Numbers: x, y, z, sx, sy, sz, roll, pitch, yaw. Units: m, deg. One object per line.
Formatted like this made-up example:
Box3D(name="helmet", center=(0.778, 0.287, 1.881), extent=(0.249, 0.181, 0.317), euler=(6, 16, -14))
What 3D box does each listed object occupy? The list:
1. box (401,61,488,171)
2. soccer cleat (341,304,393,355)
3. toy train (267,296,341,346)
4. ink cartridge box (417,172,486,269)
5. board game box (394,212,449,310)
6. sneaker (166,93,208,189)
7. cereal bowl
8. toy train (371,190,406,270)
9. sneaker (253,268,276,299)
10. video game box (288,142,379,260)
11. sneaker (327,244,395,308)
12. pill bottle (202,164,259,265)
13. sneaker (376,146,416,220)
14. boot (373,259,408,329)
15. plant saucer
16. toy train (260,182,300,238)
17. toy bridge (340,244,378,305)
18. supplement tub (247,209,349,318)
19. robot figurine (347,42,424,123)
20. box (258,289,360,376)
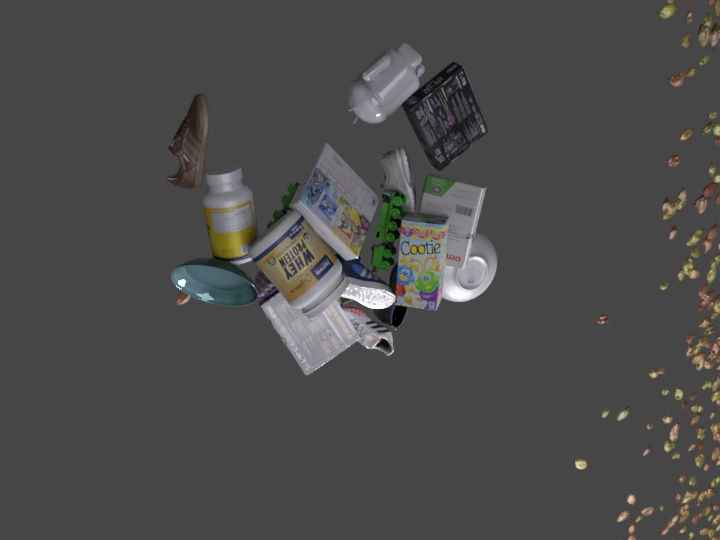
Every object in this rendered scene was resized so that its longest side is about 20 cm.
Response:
Box3D(name="box", center=(0.202, -0.358, 1.663), extent=(0.160, 0.044, 0.201), euler=(-39, 134, -3))
Box3D(name="soccer cleat", center=(0.009, 0.152, 1.779), extent=(0.199, 0.086, 0.069), euler=(31, 115, -34))
Box3D(name="toy train", center=(-0.130, 0.089, 1.702), extent=(0.114, 0.085, 0.200), euler=(43, 90, 1))
Box3D(name="ink cartridge box", center=(0.212, -0.122, 1.723), extent=(0.144, 0.084, 0.203), euler=(15, 104, 12))
Box3D(name="board game box", center=(0.144, -0.024, 1.660), extent=(0.103, 0.103, 0.203), euler=(7, 106, 12))
Box3D(name="sneaker", center=(-0.362, -0.270, 1.482), extent=(0.074, 0.070, 0.203), euler=(2, 109, -21))
Box3D(name="cereal bowl", center=(0.272, -0.008, 1.835), extent=(0.197, 0.083, 0.203), euler=(-8, 112, -19))
Box3D(name="toy train", center=(0.065, -0.096, 1.685), extent=(0.042, 0.056, 0.203), euler=(-31, 136, -58))
Box3D(name="sneaker", center=(-0.166, -0.001, 1.669), extent=(0.200, 0.081, 0.088), euler=(-45, 133, 2))
Box3D(name="video game box", center=(-0.054, -0.154, 1.609), extent=(0.200, 0.046, 0.184), euler=(43, 49, -29))
Box3D(name="sneaker", center=(0.000, 0.000, 1.701), extent=(0.198, 0.148, 0.080), euler=(17, 137, -35))
Box3D(name="pill bottle", center=(-0.284, -0.123, 1.548), extent=(0.110, 0.112, 0.203), euler=(-13, 114, -16))
Box3D(name="sneaker", center=(0.088, -0.199, 1.705), extent=(0.081, 0.075, 0.203), euler=(-7, 117, 11))
Box3D(name="boot", center=(0.110, 0.052, 1.784), extent=(0.074, 0.097, 0.202), euler=(20, 102, -27))
Box3D(name="plant saucer", center=(-0.320, 0.021, 1.576), extent=(0.198, 0.199, 0.036), euler=(25, 59, -28))
Box3D(name="toy train", center=(-0.184, -0.109, 1.626), extent=(0.041, 0.056, 0.202), euler=(25, 99, -28))
Box3D(name="toy bridge", center=(-0.009, 0.031, 1.768), extent=(0.067, 0.027, 0.200), euler=(40, 93, -30))
Box3D(name="supplement tub", center=(-0.129, -0.011, 1.519), extent=(0.144, 0.144, 0.201), euler=(-40, 101, -2))
Box3D(name="robot figurine", center=(0.051, -0.408, 1.569), extent=(0.200, 0.113, 0.170), euler=(-43, 153, -2))
Box3D(name="box", center=(-0.117, 0.115, 1.631), extent=(0.157, 0.048, 0.201), euler=(-34, 100, -5))
